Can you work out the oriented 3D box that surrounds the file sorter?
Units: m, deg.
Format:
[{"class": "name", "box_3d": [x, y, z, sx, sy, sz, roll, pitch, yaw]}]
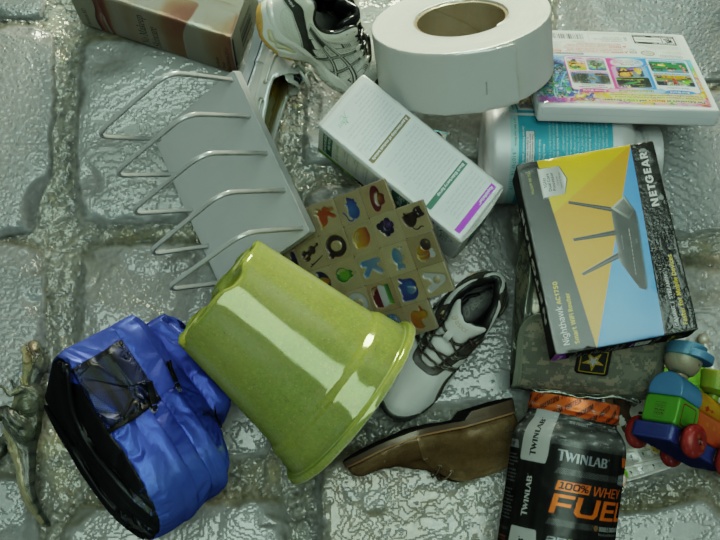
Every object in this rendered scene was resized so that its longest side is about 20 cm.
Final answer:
[{"class": "file sorter", "box_3d": [-0.171, -0.094, 1.250, 0.138, 0.124, 0.202, -32, 79, 29]}]

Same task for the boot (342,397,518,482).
[{"class": "boot", "box_3d": [0.081, 0.200, 1.253, 0.197, 0.074, 0.077, -14, 88, -7]}]

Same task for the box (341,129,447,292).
[{"class": "box", "box_3d": [0.038, -0.064, 1.315, 0.081, 0.049, 0.203, 13, 78, 1]}]

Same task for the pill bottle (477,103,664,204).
[{"class": "pill bottle", "box_3d": [0.233, -0.129, 1.302, 0.196, 0.111, 0.113, 2, 78, -1]}]

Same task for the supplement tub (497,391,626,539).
[{"class": "supplement tub", "box_3d": [0.210, 0.234, 1.211, 0.120, 0.123, 0.204, 9, 84, 0]}]

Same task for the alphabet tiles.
[{"class": "alphabet tiles", "box_3d": [0.000, 0.000, 1.253, 0.198, 0.006, 0.169, -18, 97, 29]}]

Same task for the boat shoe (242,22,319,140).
[{"class": "boat shoe", "box_3d": [-0.087, -0.222, 1.320, 0.085, 0.075, 0.205, 18, 80, 26]}]

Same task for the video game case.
[{"class": "video game case", "box_3d": [0.286, -0.220, 1.313, 0.196, 0.024, 0.183, 2, 38, -1]}]

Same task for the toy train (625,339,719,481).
[{"class": "toy train", "box_3d": [0.372, 0.158, 1.237, 0.199, 0.084, 0.117, 29, 74, -38]}]

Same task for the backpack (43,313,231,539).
[{"class": "backpack", "box_3d": [-0.214, 0.161, 1.203, 0.166, 0.163, 0.201, -29, 78, -23]}]

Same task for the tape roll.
[{"class": "tape roll", "box_3d": [0.113, -0.246, 1.278, 0.199, 0.203, 0.072, -11, 122, -4]}]

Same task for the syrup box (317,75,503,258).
[{"class": "syrup box", "box_3d": [0.052, -0.110, 1.258, 0.199, 0.079, 0.082, 40, 79, 6]}]

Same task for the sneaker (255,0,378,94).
[{"class": "sneaker", "box_3d": [-0.021, -0.256, 1.285, 0.087, 0.199, 0.077, -24, 66, 35]}]

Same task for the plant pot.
[{"class": "plant pot", "box_3d": [-0.076, 0.077, 1.170, 0.184, 0.200, 0.201, 39, 79, -9]}]

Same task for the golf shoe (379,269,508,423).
[{"class": "golf shoe", "box_3d": [0.087, 0.075, 1.265, 0.077, 0.095, 0.201, 36, 81, 5]}]

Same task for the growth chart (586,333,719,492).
[{"class": "growth chart", "box_3d": [0.321, 0.160, 1.292, 0.197, 0.018, 0.147, -21, 79, -7]}]

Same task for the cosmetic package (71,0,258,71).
[{"class": "cosmetic package", "box_3d": [-0.223, -0.311, 1.334, 0.197, 0.103, 0.088, 18, 77, 4]}]

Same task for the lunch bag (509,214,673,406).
[{"class": "lunch bag", "box_3d": [0.248, 0.041, 1.264, 0.161, 0.118, 0.204, 4, 80, 1]}]

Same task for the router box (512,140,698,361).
[{"class": "router box", "box_3d": [0.248, -0.019, 1.192, 0.147, 0.051, 0.203, -10, 75, -1]}]

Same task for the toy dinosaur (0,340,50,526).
[{"class": "toy dinosaur", "box_3d": [-0.380, 0.175, 1.257, 0.087, 0.047, 0.204, -1, 81, -9]}]
